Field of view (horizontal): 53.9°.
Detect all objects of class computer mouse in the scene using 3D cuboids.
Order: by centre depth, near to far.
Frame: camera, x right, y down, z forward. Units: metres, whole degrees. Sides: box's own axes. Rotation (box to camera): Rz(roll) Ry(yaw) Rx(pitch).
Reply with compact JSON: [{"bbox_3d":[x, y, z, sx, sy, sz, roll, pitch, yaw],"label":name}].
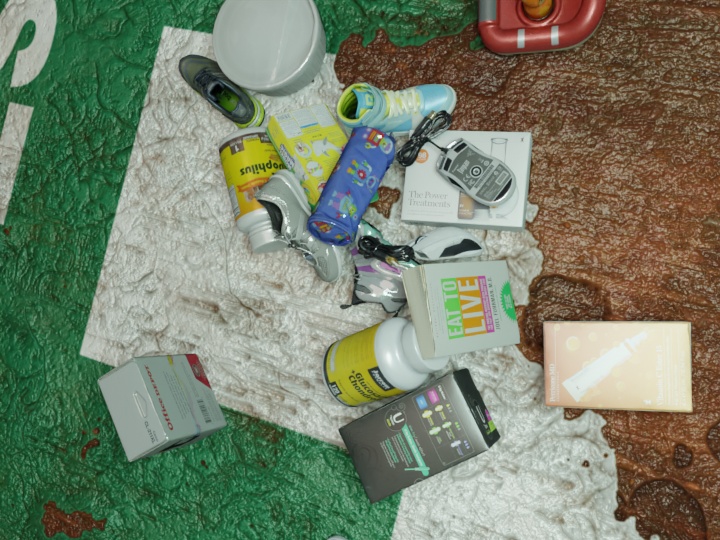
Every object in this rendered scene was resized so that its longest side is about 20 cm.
[{"bbox_3d":[0.103,-0.042,1.093,0.109,0.198,0.044,15,109,58],"label":"computer mouse"},{"bbox_3d":[0.158,-0.164,1.108,0.200,0.044,0.110,41,92,23],"label":"computer mouse"}]

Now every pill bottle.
[{"bbox_3d":[0.038,0.138,1.096,0.199,0.111,0.113,-27,76,42],"label":"pill bottle"},{"bbox_3d":[-0.173,-0.137,1.225,0.108,0.109,0.202,-18,80,15],"label":"pill bottle"}]

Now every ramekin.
[{"bbox_3d":[-0.151,-0.402,1.248,0.200,0.094,0.205,-2,84,18],"label":"ramekin"}]

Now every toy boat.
[{"bbox_3d":[0.276,-0.418,1.096,0.198,0.131,0.132,0,86,17],"label":"toy boat"}]

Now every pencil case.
[{"bbox_3d":[-0.010,-0.133,1.115,0.086,0.078,0.201,32,67,-16],"label":"pencil case"}]

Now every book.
[{"bbox_3d":[0.158,0.056,1.066,0.048,0.199,0.135,-18,80,47],"label":"book"}]

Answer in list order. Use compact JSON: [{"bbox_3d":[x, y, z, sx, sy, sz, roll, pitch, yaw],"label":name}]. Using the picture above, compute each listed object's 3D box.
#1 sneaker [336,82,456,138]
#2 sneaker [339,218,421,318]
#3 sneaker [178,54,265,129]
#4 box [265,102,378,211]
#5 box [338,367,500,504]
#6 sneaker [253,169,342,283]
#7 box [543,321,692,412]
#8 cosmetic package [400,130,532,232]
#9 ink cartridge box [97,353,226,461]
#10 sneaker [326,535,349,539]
[{"bbox_3d":[0.053,-0.268,1.153,0.198,0.130,0.080,-16,79,15],"label":"sneaker"},{"bbox_3d":[0.000,0.000,1.175,0.200,0.078,0.140,39,96,17],"label":"sneaker"},{"bbox_3d":[-0.260,-0.334,1.283,0.199,0.081,0.074,38,96,17],"label":"sneaker"},{"bbox_3d":[-0.062,-0.181,1.193,0.201,0.117,0.048,59,145,14],"label":"box"},{"bbox_3d":[0.094,0.249,1.087,0.199,0.148,0.125,-29,77,12],"label":"box"},{"bbox_3d":[-0.105,-0.059,1.151,0.201,0.082,0.075,57,146,-7],"label":"sneaker"},{"bbox_3d":[0.372,0.137,1.037,0.198,0.097,0.126,-2,85,18],"label":"box"},{"bbox_3d":[0.172,-0.147,1.149,0.198,0.052,0.153,4,84,18],"label":"cosmetic package"},{"bbox_3d":[-0.330,0.224,1.195,0.082,0.200,0.147,-29,77,13],"label":"ink cartridge box"},{"bbox_3d":[-0.002,0.523,1.135,0.073,0.071,0.201,-38,76,11],"label":"sneaker"}]
